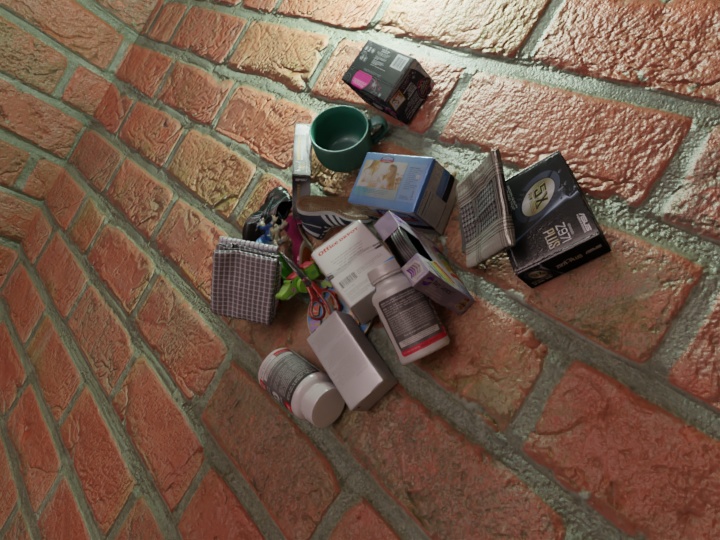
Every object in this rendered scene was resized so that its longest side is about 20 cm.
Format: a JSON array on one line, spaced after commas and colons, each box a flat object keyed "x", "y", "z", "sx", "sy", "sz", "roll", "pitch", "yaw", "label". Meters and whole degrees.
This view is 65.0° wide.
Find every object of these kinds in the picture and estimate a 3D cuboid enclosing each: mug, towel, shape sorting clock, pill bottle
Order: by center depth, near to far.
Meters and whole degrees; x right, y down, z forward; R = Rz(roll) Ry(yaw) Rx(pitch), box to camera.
[{"x": 0.235, "y": -0.113, "z": 1.113, "sx": 0.200, "sy": 0.034, "sz": 0.194, "roll": 132, "pitch": 132, "yaw": -72, "label": "towel"}, {"x": 0.090, "y": 0.079, "z": 1.145, "sx": 0.110, "sy": 0.111, "sz": 0.201, "roll": -29, "pitch": 81, "yaw": 26, "label": "pill bottle"}, {"x": -0.135, "y": 0.267, "z": 1.290, "sx": 0.199, "sy": 0.114, "sz": 0.114, "roll": 26, "pitch": 88, "yaw": 43, "label": "pill bottle"}, {"x": -0.048, "y": 0.091, "z": 1.348, "sx": 0.199, "sy": 0.039, "sz": 0.201, "roll": -17, "pitch": 62, "yaw": 33, "label": "shape sorting clock"}, {"x": -0.281, "y": 0.029, "z": 1.383, "sx": 0.164, "sy": 0.086, "sz": 0.201, "roll": 11, "pitch": 117, "yaw": 5, "label": "towel"}, {"x": -0.032, "y": -0.327, "z": 1.458, "sx": 0.184, "sy": 0.115, "sz": 0.153, "roll": 13, "pitch": 66, "yaw": 15, "label": "mug"}]

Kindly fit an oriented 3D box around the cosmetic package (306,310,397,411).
[{"x": -0.021, "y": 0.196, "z": 1.238, "sx": 0.101, "sy": 0.071, "sz": 0.200, "roll": -45, "pitch": 58, "yaw": 14, "label": "cosmetic package"}]

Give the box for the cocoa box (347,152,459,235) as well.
[{"x": 0.098, "y": -0.176, "z": 1.283, "sx": 0.199, "sy": 0.131, "sz": 0.134, "roll": 15, "pitch": 81, "yaw": 42, "label": "cocoa box"}]

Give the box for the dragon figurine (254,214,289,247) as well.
[{"x": -0.238, "y": -0.077, "z": 1.493, "sx": 0.099, "sy": 0.059, "sz": 0.201, "roll": -47, "pitch": 35, "yaw": 33, "label": "dragon figurine"}]

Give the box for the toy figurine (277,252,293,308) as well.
[{"x": -0.257, "y": 0.058, "z": 1.498, "sx": 0.200, "sy": 0.150, "sz": 0.185, "roll": 35, "pitch": 109, "yaw": 18, "label": "toy figurine"}]

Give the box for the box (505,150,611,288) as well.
[{"x": 0.350, "y": -0.095, "z": 1.075, "sx": 0.163, "sy": 0.086, "sz": 0.201, "roll": -28, "pitch": 55, "yaw": 26, "label": "box"}]

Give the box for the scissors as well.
[{"x": -0.117, "y": 0.028, "z": 1.342, "sx": 0.073, "sy": 0.014, "sz": 0.201, "roll": -27, "pitch": 73, "yaw": -4, "label": "scissors"}]

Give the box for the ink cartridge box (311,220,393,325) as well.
[{"x": 0.000, "y": 0.000, "z": 1.292, "sx": 0.146, "sy": 0.086, "sz": 0.200, "roll": -36, "pitch": 48, "yaw": -4, "label": "ink cartridge box"}]

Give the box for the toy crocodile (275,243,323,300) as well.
[{"x": -0.131, "y": 0.006, "z": 1.394, "sx": 0.200, "sy": 0.062, "sz": 0.067, "roll": -40, "pitch": 21, "yaw": -26, "label": "toy crocodile"}]

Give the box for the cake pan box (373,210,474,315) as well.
[{"x": 0.127, "y": -0.016, "z": 1.144, "sx": 0.052, "sy": 0.200, "sz": 0.185, "roll": -44, "pitch": 48, "yaw": 15, "label": "cake pan box"}]

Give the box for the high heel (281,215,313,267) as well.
[{"x": -0.177, "y": -0.066, "z": 1.495, "sx": 0.095, "sy": 0.067, "sz": 0.201, "roll": -14, "pitch": 57, "yaw": 23, "label": "high heel"}]

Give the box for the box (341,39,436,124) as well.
[{"x": 0.072, "y": -0.486, "z": 1.452, "sx": 0.132, "sy": 0.115, "sz": 0.200, "roll": -53, "pitch": 49, "yaw": 5, "label": "box"}]

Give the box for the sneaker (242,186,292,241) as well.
[{"x": -0.263, "y": -0.144, "z": 1.601, "sx": 0.079, "sy": 0.075, "sz": 0.201, "roll": 40, "pitch": 98, "yaw": 40, "label": "sneaker"}]

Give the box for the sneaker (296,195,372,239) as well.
[{"x": -0.061, "y": -0.129, "z": 1.440, "sx": 0.199, "sy": 0.109, "sz": 0.070, "roll": 8, "pitch": 52, "yaw": 8, "label": "sneaker"}]

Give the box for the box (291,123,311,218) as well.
[{"x": -0.154, "y": -0.263, "z": 1.496, "sx": 0.048, "sy": 0.159, "sz": 0.201, "roll": 2, "pitch": 54, "yaw": -5, "label": "box"}]
